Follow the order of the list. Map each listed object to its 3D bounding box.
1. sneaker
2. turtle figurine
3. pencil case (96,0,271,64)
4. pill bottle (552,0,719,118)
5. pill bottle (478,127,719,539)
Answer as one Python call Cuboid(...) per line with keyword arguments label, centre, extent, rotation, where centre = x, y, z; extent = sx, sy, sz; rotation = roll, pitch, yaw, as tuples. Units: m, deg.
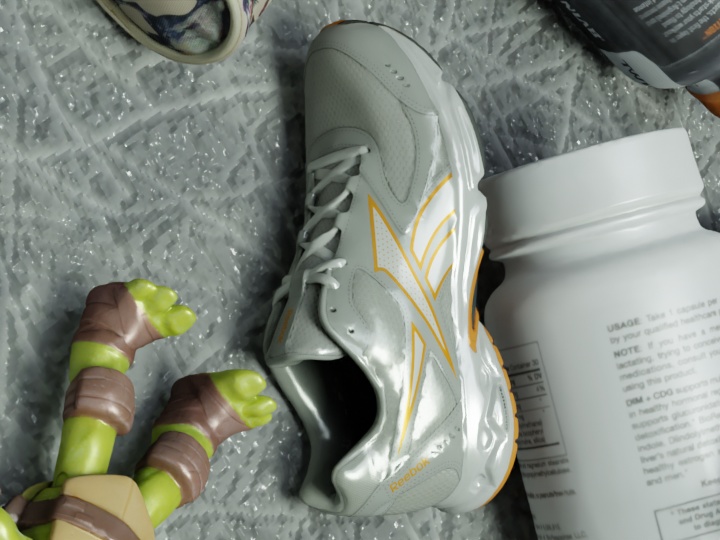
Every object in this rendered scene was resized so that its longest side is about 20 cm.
Cuboid(label="sneaker", centre=(0.000, 0.000, 0.779), extent=(0.092, 0.076, 0.202), rotation=(-8, 83, -38))
Cuboid(label="turtle figurine", centre=(-0.083, 0.094, 0.682), extent=(0.200, 0.064, 0.162), rotation=(39, 48, -18))
Cuboid(label="pencil case", centre=(-0.027, -0.156, 0.783), extent=(0.078, 0.089, 0.200), rotation=(55, 50, -13))
Cuboid(label="pill bottle", centre=(0.129, -0.155, 0.912), extent=(0.200, 0.106, 0.107), rotation=(41, 55, -27))
Cuboid(label="pill bottle", centre=(0.117, 0.049, 0.842), extent=(0.113, 0.113, 0.202), rotation=(-13, 88, -43))
